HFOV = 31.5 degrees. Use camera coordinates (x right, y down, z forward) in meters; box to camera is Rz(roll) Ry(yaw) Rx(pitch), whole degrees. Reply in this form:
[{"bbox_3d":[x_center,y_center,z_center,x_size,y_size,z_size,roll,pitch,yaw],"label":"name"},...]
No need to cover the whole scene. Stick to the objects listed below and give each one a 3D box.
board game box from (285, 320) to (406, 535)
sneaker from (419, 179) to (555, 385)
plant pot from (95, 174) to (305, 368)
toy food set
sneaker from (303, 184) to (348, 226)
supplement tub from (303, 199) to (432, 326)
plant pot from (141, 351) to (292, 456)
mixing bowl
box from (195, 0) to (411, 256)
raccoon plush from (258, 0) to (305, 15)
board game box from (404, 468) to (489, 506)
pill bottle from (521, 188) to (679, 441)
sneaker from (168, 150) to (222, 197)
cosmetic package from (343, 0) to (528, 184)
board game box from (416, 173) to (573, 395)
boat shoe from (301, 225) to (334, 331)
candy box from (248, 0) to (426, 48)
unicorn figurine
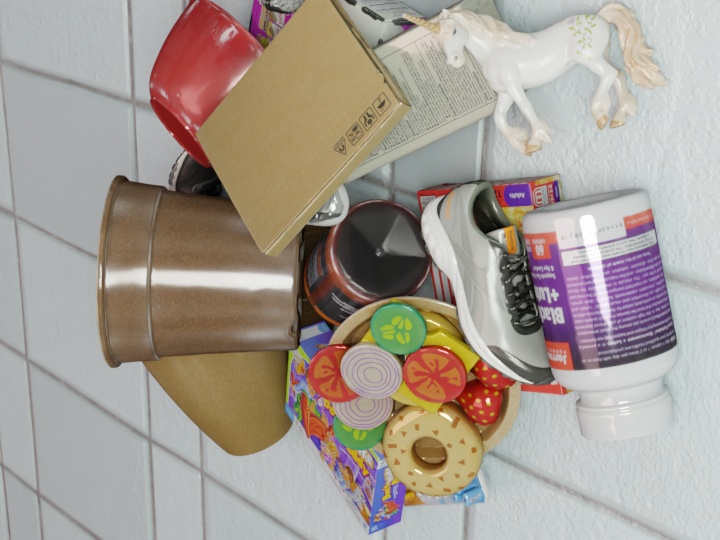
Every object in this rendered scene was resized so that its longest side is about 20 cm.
[{"bbox_3d":[-0.017,0.173,1.418,0.200,0.045,0.135,52,149,38],"label":"board game box"},{"bbox_3d":[0.124,0.011,1.145,0.079,0.074,0.201,-38,74,43],"label":"sneaker"},{"bbox_3d":[-0.158,0.004,1.332,0.200,0.197,0.201,-179,90,-90],"label":"plant pot"},{"bbox_3d":[0.052,0.113,1.215,0.198,0.049,0.200,32,123,-4],"label":"toy food set"},{"bbox_3d":[-0.055,-0.086,1.260,0.075,0.087,0.200,-63,32,6],"label":"sneaker"},{"bbox_3d":[0.000,0.000,1.303,0.200,0.107,0.107,138,111,-73],"label":"supplement tub"},{"bbox_3d":[-0.158,0.114,1.524,0.186,0.186,0.201,4,124,49],"label":"plant pot"},{"bbox_3d":[-0.155,-0.183,1.375,0.200,0.108,0.200,44,167,13],"label":"mixing bowl"},{"bbox_3d":[-0.059,-0.139,1.184,0.200,0.021,0.164,-46,58,25],"label":"box"},{"bbox_3d":[-0.053,-0.323,1.262,0.134,0.199,0.097,-121,23,-54],"label":"raccoon plush"},{"bbox_3d":[0.049,0.157,1.359,0.200,0.026,0.201,-25,84,64],"label":"board game box"},{"bbox_3d":[0.210,0.038,1.095,0.111,0.111,0.201,-6,98,50],"label":"pill bottle"},{"bbox_3d":[-0.187,-0.073,1.572,0.087,0.076,0.200,35,133,18],"label":"sneaker"},{"bbox_3d":[0.048,-0.169,1.188,0.199,0.071,0.105,-21,102,34],"label":"cosmetic package"},{"bbox_3d":[0.137,0.013,1.224,0.151,0.046,0.201,-1,102,50],"label":"board game box"},{"bbox_3d":[-0.068,-0.006,1.455,0.072,0.072,0.201,-119,21,-64],"label":"boat shoe"},{"bbox_3d":[-0.031,-0.238,1.321,0.200,0.061,0.137,40,130,34],"label":"candy box"},{"bbox_3d":[0.146,-0.171,1.077,0.074,0.199,0.138,163,89,-85],"label":"unicorn figurine"}]
